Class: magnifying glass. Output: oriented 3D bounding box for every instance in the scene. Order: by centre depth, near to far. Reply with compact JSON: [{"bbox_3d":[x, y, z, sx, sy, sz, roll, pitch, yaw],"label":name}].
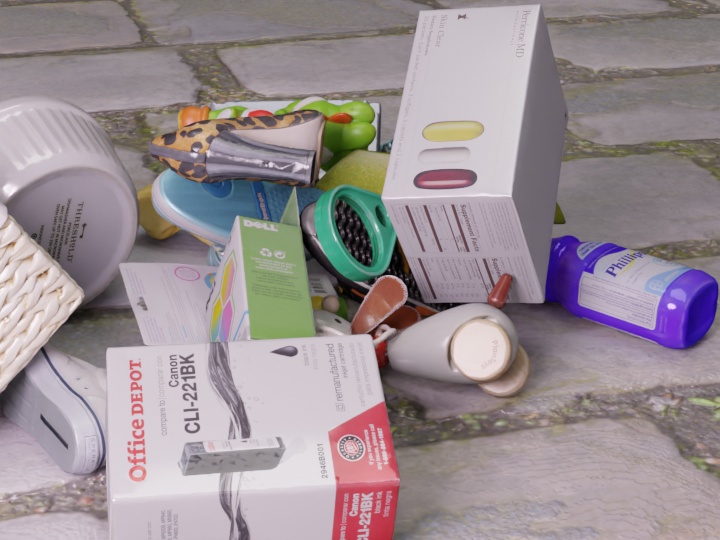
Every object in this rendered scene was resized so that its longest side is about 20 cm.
[{"bbox_3d":[0.019,-0.046,1.317,0.022,0.080,0.200,-26,4,28],"label":"magnifying glass"}]

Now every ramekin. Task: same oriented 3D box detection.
[{"bbox_3d":[-0.290,-0.047,1.400,0.201,0.204,0.094,-15,40,-33],"label":"ramekin"}]

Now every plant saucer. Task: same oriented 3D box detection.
[{"bbox_3d":[0.082,-0.083,1.513,0.198,0.048,0.199,11,6,25],"label":"plant saucer"}]

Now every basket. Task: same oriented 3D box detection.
[{"bbox_3d":[-0.328,0.032,1.196,0.200,0.123,0.135,-47,38,-5],"label":"basket"}]

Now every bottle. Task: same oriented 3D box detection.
[{"bbox_3d":[0.228,0.012,1.445,0.199,0.066,0.083,20,31,35],"label":"bottle"}]

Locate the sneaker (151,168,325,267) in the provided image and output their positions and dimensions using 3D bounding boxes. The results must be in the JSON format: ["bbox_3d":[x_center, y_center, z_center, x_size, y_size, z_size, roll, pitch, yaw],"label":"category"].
[{"bbox_3d":[-0.125,-0.030,1.430,0.198,0.130,0.080,13,56,-36],"label":"sneaker"}]

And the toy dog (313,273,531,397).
[{"bbox_3d":[0.052,0.040,1.289,0.198,0.097,0.132,13,-12,-4],"label":"toy dog"}]

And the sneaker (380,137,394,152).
[{"bbox_3d":[0.045,-0.115,1.690,0.199,0.087,0.077,21,29,35],"label":"sneaker"}]

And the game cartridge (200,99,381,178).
[{"bbox_3d":[-0.078,-0.117,1.658,0.197,0.041,0.135,0,62,6],"label":"game cartridge"}]

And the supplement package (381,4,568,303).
[{"bbox_3d":[0.103,-0.098,1.325,0.110,0.156,0.202,0,57,18],"label":"supplement package"}]

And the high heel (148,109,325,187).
[{"bbox_3d":[-0.104,-0.113,1.381,0.141,0.072,0.200,8,11,1],"label":"high heel"}]

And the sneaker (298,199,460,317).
[{"bbox_3d":[0.000,0.000,1.374,0.089,0.071,0.199,-16,-29,39],"label":"sneaker"}]

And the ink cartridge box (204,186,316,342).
[{"bbox_3d":[-0.085,0.027,1.268,0.059,0.104,0.201,10,40,-17],"label":"ink cartridge box"}]

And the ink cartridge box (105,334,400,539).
[{"bbox_3d":[-0.081,0.127,1.104,0.197,0.084,0.145,-3,43,-8],"label":"ink cartridge box"}]

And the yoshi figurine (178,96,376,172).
[{"bbox_3d":[-0.075,-0.122,1.540,0.198,0.114,0.112,-5,19,13],"label":"yoshi figurine"}]

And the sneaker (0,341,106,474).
[{"bbox_3d":[-0.236,0.097,1.240,0.070,0.074,0.200,-5,32,-36],"label":"sneaker"}]

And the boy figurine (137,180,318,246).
[{"bbox_3d":[-0.136,-0.067,1.582,0.198,0.065,0.126,-11,65,-2],"label":"boy figurine"}]

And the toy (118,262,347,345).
[{"bbox_3d":[-0.107,0.045,1.365,0.198,0.048,0.115,0,35,-23],"label":"toy"}]
